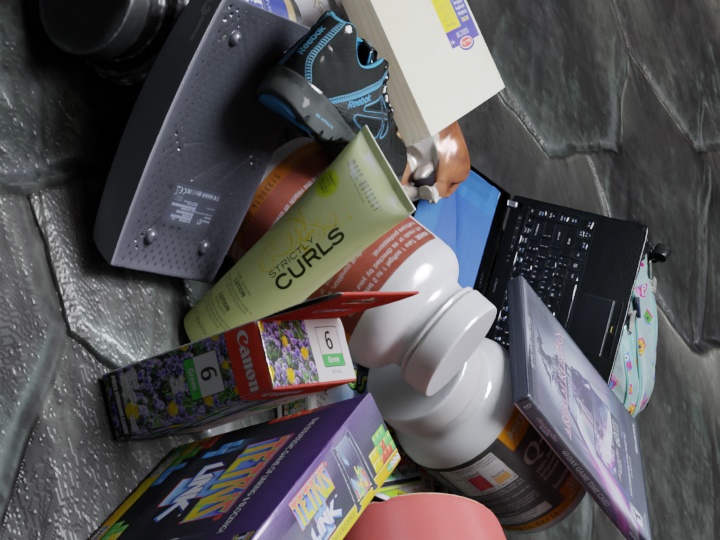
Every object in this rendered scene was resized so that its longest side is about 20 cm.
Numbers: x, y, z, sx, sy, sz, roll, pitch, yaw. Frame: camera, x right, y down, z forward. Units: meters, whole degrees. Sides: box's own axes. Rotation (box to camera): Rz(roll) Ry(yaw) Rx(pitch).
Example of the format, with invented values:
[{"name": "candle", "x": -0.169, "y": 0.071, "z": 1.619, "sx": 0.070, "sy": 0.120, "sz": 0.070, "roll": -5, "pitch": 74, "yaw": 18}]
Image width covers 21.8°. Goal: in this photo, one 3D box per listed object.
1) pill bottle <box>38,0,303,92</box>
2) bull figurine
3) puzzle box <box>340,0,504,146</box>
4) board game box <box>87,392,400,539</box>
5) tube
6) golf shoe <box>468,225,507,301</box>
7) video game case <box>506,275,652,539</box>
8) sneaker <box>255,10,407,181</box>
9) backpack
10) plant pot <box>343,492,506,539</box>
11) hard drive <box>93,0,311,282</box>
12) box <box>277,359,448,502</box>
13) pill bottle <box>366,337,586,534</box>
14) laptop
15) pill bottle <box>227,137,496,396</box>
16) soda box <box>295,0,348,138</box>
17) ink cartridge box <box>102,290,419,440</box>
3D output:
[{"name": "pill bottle", "x": -0.137, "y": -0.181, "z": 1.358, "sx": 0.200, "sy": 0.111, "sz": 0.113, "roll": 8, "pitch": 67, "yaw": -59}, {"name": "bull figurine", "x": 0.032, "y": -0.146, "z": 1.550, "sx": 0.201, "sy": 0.065, "sz": 0.121, "roll": 62, "pitch": 34, "yaw": -13}, {"name": "puzzle box", "x": 0.053, "y": -0.184, "z": 1.511, "sx": 0.134, "sy": 0.025, "sz": 0.200, "roll": 65, "pitch": 26, "yaw": -6}, {"name": "board game box", "x": -0.086, "y": 0.161, "z": 1.195, "sx": 0.057, "sy": 0.164, "sz": 0.200, "roll": 64, "pitch": 29, "yaw": -13}, {"name": "tube", "x": -0.046, "y": -0.012, "z": 1.326, "sx": 0.058, "sy": 0.200, "sz": 0.052, "roll": 43, "pitch": 26, "yaw": -12}, {"name": "golf shoe", "x": 0.111, "y": 0.058, "z": 1.710, "sx": 0.094, "sy": 0.078, "sz": 0.201, "roll": -33, "pitch": 105, "yaw": -38}, {"name": "video game case", "x": 0.178, "y": 0.117, "z": 1.522, "sx": 0.200, "sy": 0.019, "sz": 0.143, "roll": 50, "pitch": 25, "yaw": -32}, {"name": "sneaker", "x": 0.000, "y": -0.119, "z": 1.357, "sx": 0.073, "sy": 0.082, "sz": 0.200, "roll": 34, "pitch": 0, "yaw": 23}, {"name": "backpack", "x": 0.209, "y": 0.060, "z": 1.794, "sx": 0.126, "sy": 0.166, "sz": 0.202, "roll": -20, "pitch": 105, "yaw": -59}, {"name": "plant pot", "x": 0.045, "y": 0.272, "z": 1.353, "sx": 0.200, "sy": 0.200, "sz": 0.178, "roll": 39, "pitch": 34, "yaw": -44}, {"name": "hard drive", "x": -0.112, "y": -0.094, "z": 1.316, "sx": 0.135, "sy": 0.042, "sz": 0.201, "roll": 11, "pitch": 105, "yaw": -59}, {"name": "box", "x": 0.004, "y": 0.137, "z": 1.498, "sx": 0.200, "sy": 0.035, "sz": 0.111, "roll": 31, "pitch": 48, "yaw": -50}, {"name": "pill bottle", "x": 0.098, "y": 0.124, "z": 1.512, "sx": 0.200, "sy": 0.116, "sz": 0.117, "roll": 42, "pitch": 40, "yaw": -43}, {"name": "laptop", "x": 0.134, "y": 0.003, "z": 1.618, "sx": 0.103, "sy": 0.199, "sz": 0.178, "roll": 70, "pitch": 35, "yaw": -70}, {"name": "pill bottle", "x": 0.000, "y": 0.000, "z": 1.402, "sx": 0.200, "sy": 0.113, "sz": 0.112, "roll": 39, "pitch": 25, "yaw": 15}, {"name": "soda box", "x": -0.033, "y": -0.171, "z": 1.582, "sx": 0.200, "sy": 0.063, "sz": 0.068, "roll": 51, "pitch": 35, "yaw": -33}, {"name": "ink cartridge box", "x": -0.062, "y": 0.064, "z": 1.255, "sx": 0.109, "sy": 0.199, "sz": 0.051, "roll": 0, "pitch": 73, "yaw": -60}]
